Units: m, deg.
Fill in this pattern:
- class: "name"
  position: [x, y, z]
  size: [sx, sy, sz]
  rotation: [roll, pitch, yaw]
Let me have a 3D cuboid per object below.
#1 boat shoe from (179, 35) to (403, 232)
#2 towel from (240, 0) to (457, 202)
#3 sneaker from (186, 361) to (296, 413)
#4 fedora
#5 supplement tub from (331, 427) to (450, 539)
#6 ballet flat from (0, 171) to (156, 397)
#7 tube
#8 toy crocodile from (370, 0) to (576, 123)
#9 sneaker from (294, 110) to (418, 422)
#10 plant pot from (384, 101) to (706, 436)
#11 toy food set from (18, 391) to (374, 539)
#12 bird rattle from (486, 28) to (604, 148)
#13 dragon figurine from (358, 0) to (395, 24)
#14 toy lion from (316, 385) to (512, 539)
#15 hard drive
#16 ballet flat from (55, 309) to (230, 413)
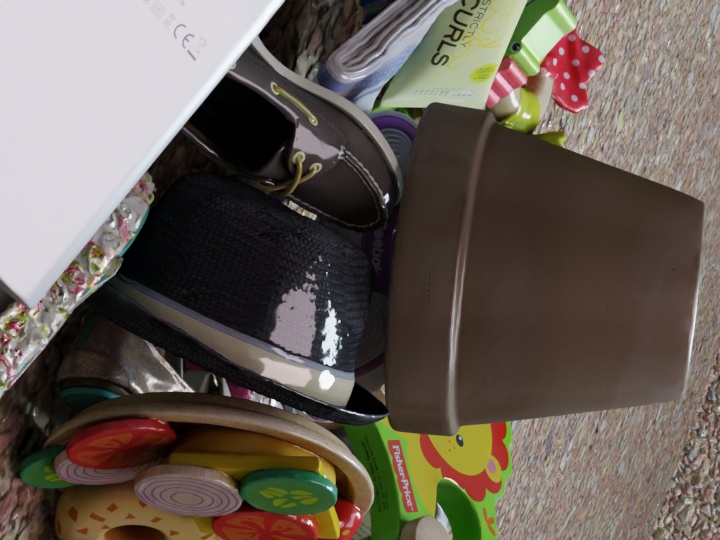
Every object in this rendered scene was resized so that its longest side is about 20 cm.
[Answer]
- class: "boat shoe"
  position: [-0.053, -0.076, 0.951]
  size: [0.201, 0.071, 0.061]
  rotation: [40, 41, -31]
- class: "towel"
  position: [-0.019, -0.092, 1.073]
  size: [0.147, 0.024, 0.200]
  rotation: [-44, 176, -45]
- class: "sneaker"
  position: [-0.076, 0.103, 1.166]
  size: [0.087, 0.073, 0.202]
  rotation: [-16, 119, -57]
- class: "fedora"
  position: [-0.057, 0.007, 0.961]
  size: [0.092, 0.199, 0.200]
  rotation: [-64, 159, 3]
- class: "supplement tub"
  position: [-0.023, 0.215, 1.302]
  size: [0.201, 0.144, 0.146]
  rotation: [-53, 154, -34]
- class: "ballet flat"
  position: [-0.168, 0.000, 0.862]
  size: [0.201, 0.075, 0.064]
  rotation: [-58, 137, -36]
- class: "tube"
  position: [0.077, -0.170, 1.093]
  size: [0.052, 0.058, 0.201]
  rotation: [-55, 174, -44]
- class: "toy crocodile"
  position: [0.058, -0.122, 1.197]
  size: [0.199, 0.062, 0.068]
  rotation: [-30, 149, 10]
- class: "sneaker"
  position: [0.000, 0.000, 1.144]
  size: [0.100, 0.074, 0.202]
  rotation: [179, -73, -82]
- class: "plant pot"
  position: [0.114, 0.007, 1.055]
  size: [0.200, 0.171, 0.203]
  rotation: [6, 90, -80]
- class: "toy food set"
  position: [-0.091, 0.124, 1.003]
  size: [0.199, 0.197, 0.049]
  rotation: [77, 16, -60]
- class: "bird rattle"
  position: [0.133, -0.167, 1.403]
  size: [0.201, 0.112, 0.164]
  rotation: [-54, 139, -40]
- class: "dragon figurine"
  position: [-0.004, -0.187, 1.039]
  size: [0.201, 0.099, 0.059]
  rotation: [-58, 156, -26]
- class: "toy lion"
  position: [0.051, 0.131, 1.264]
  size: [0.191, 0.068, 0.202]
  rotation: [9, 62, -53]
- class: "hard drive"
  position: [-0.130, -0.100, 0.804]
  size: [0.201, 0.025, 0.132]
  rotation: [-52, 132, -13]
- class: "ballet flat"
  position: [-0.109, 0.081, 1.050]
  size: [0.200, 0.067, 0.068]
  rotation: [54, 38, -54]
